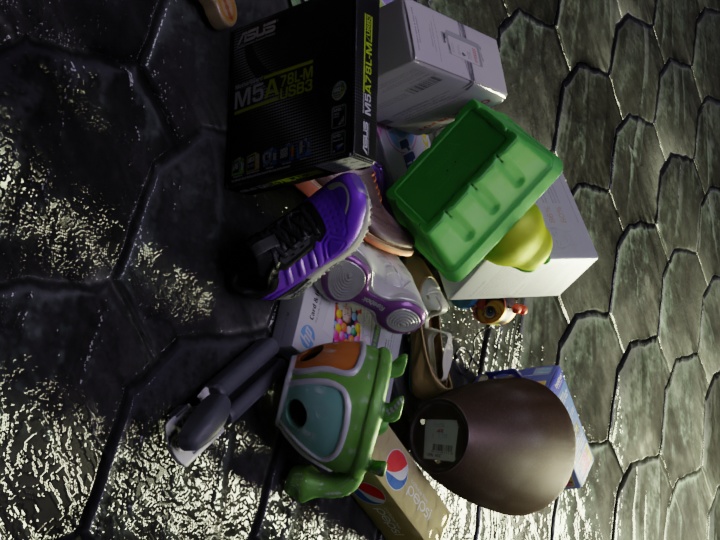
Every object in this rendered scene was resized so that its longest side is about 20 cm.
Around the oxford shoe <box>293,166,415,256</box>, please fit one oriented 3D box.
[{"bbox_3d":[0.003,-0.084,1.266,0.199,0.071,0.073,35,97,-33],"label":"oxford shoe"}]

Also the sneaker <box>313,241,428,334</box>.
[{"bbox_3d":[0.000,0.000,1.306,0.200,0.075,0.100,39,26,-37],"label":"sneaker"}]

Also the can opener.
[{"bbox_3d":[-0.132,0.136,1.149,0.200,0.066,0.054,-41,117,-49],"label":"can opener"}]

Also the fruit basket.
[{"bbox_3d":[0.157,-0.082,1.350,0.214,0.156,0.217,-25,140,-23],"label":"fruit basket"}]

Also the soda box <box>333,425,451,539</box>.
[{"bbox_3d":[0.037,0.271,1.356,0.201,0.064,0.068,56,43,-30],"label":"soda box"}]

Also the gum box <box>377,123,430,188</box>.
[{"bbox_3d":[0.029,-0.189,1.430,0.113,0.066,0.202,-32,109,-50],"label":"gum box"}]

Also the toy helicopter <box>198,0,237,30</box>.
[{"bbox_3d":[-0.191,-0.343,1.176,0.200,0.078,0.134,50,37,-51],"label":"toy helicopter"}]

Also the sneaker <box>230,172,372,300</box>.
[{"bbox_3d":[-0.072,-0.029,1.169,0.099,0.200,0.070,-2,55,-47],"label":"sneaker"}]

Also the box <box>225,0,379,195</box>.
[{"bbox_3d":[-0.066,-0.195,1.191,0.047,0.199,0.196,12,75,-48],"label":"box"}]

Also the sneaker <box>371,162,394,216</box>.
[{"bbox_3d":[-0.016,-0.126,1.340,0.084,0.080,0.201,-49,130,-27],"label":"sneaker"}]

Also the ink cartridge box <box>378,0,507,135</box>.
[{"bbox_3d":[0.062,-0.239,1.307,0.199,0.146,0.084,8,68,-51],"label":"ink cartridge box"}]

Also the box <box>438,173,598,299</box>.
[{"bbox_3d":[0.204,-0.052,1.513,0.198,0.106,0.154,-1,59,-29],"label":"box"}]

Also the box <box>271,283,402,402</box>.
[{"bbox_3d":[-0.022,0.066,1.336,0.200,0.041,0.157,39,53,-42],"label":"box"}]

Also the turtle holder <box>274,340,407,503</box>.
[{"bbox_3d":[-0.028,0.163,1.226,0.187,0.130,0.142,106,-3,-46],"label":"turtle holder"}]

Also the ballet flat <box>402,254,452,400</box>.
[{"bbox_3d":[0.097,0.074,1.476,0.068,0.063,0.203,2,82,-54],"label":"ballet flat"}]

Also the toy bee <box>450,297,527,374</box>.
[{"bbox_3d":[0.192,0.037,1.576,0.131,0.108,0.202,-25,103,-53],"label":"toy bee"}]

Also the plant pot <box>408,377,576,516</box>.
[{"bbox_3d":[0.156,0.225,1.420,0.199,0.185,0.189,17,70,-51],"label":"plant pot"}]

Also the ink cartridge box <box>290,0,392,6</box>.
[{"bbox_3d":[-0.004,-0.342,1.414,0.199,0.059,0.105,-23,98,-53],"label":"ink cartridge box"}]

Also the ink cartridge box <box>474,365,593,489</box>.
[{"bbox_3d":[0.241,0.219,1.581,0.076,0.135,0.202,-48,121,-52],"label":"ink cartridge box"}]
